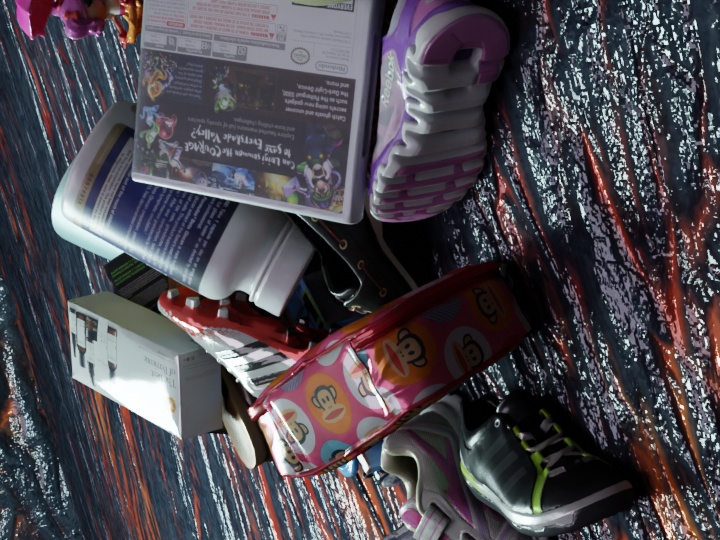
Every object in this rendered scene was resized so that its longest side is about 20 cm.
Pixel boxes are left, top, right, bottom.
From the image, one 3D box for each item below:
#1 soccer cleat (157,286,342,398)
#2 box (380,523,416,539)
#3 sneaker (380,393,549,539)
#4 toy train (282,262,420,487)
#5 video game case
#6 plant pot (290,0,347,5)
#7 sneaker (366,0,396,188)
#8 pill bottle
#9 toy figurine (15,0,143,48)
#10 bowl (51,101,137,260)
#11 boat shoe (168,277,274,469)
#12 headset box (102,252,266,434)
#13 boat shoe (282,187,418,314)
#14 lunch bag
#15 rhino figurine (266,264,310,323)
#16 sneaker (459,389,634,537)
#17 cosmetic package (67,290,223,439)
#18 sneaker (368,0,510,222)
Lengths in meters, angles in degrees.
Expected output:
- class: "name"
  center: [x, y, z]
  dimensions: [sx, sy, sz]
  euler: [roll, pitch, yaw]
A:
- class: "soccer cleat"
  center: [-0.095, 0.067, 1.199]
  dimensions: [0.198, 0.068, 0.086]
  euler: [18, 117, 28]
- class: "box"
  center: [0.096, 0.321, 1.170]
  dimensions: [0.200, 0.050, 0.159]
  euler: [37, 154, 54]
- class: "sneaker"
  center: [0.079, 0.197, 1.111]
  dimensions: [0.201, 0.088, 0.082]
  euler: [57, 154, 31]
- class: "toy train"
  center: [-0.006, 0.089, 1.232]
  dimensions: [0.201, 0.086, 0.115]
  euler: [61, 149, 28]
- class: "video game case"
  center: [-0.078, -0.141, 1.030]
  dimensions: [0.198, 0.023, 0.184]
  euler: [12, 103, 27]
- class: "plant pot"
  center: [-0.033, -0.255, 0.921]
  dimensions: [0.201, 0.199, 0.135]
  euler: [51, 170, 39]
- class: "sneaker"
  center: [-0.015, -0.156, 1.074]
  dimensions: [0.090, 0.074, 0.202]
  euler: [13, 118, 57]
- class: "pill bottle"
  center: [-0.134, -0.045, 1.154]
  dimensions: [0.199, 0.112, 0.111]
  euler: [29, 150, 0]
- class: "toy figurine"
  center: [-0.242, -0.265, 1.376]
  dimensions: [0.200, 0.183, 0.151]
  euler: [53, 151, 36]
- class: "bowl"
  center: [-0.217, -0.078, 1.491]
  dimensions: [0.105, 0.200, 0.201]
  euler: [41, 149, 15]
- class: "boat shoe"
  center: [-0.111, 0.081, 1.292]
  dimensions: [0.202, 0.070, 0.070]
  euler: [65, 155, 9]
- class: "headset box"
  center: [-0.155, 0.058, 1.432]
  dimensions: [0.201, 0.092, 0.174]
  euler: [63, -167, 17]
- class: "boat shoe"
  center: [-0.002, -0.001, 1.116]
  dimensions: [0.073, 0.063, 0.202]
  euler: [29, 156, 48]
- class: "lunch bag"
  center: [0.030, 0.069, 1.029]
  dimensions: [0.200, 0.175, 0.082]
  euler: [-35, 83, 45]
- class: "rhino figurine"
  center: [-0.050, 0.072, 1.352]
  dimensions: [0.202, 0.059, 0.087]
  euler: [65, 152, 9]
- class: "sneaker"
  center: [0.116, 0.129, 0.996]
  dimensions: [0.200, 0.071, 0.084]
  euler: [5, 111, 66]
- class: "cosmetic package"
  center: [-0.203, 0.085, 1.307]
  dimensions: [0.199, 0.050, 0.083]
  euler: [18, 116, 48]
- class: "sneaker"
  center: [0.043, -0.121, 0.978]
  dimensions: [0.201, 0.080, 0.089]
  euler: [105, 147, -46]
